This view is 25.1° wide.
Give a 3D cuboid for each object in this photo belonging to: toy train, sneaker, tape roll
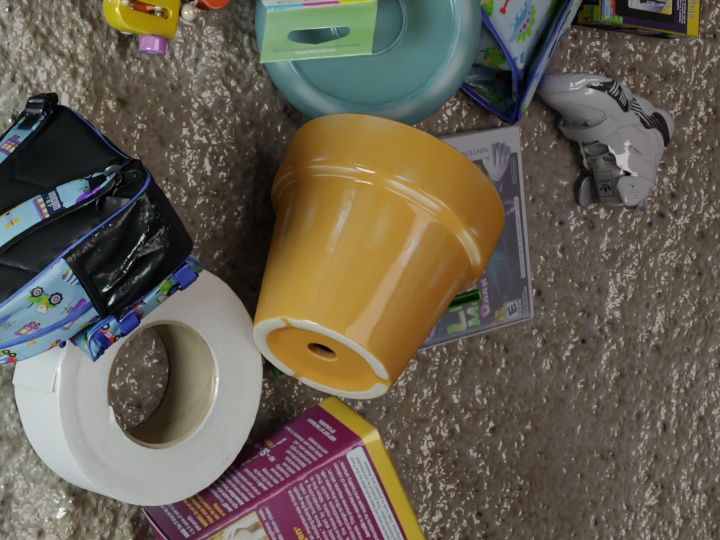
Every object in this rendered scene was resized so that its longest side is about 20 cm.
[{"bbox_3d":[-0.177,-0.263,1.315,0.200,0.056,0.150,43,65,-37],"label":"toy train"},{"bbox_3d":[0.249,-0.130,1.666,0.200,0.075,0.115,19,79,-43],"label":"sneaker"},{"bbox_3d":[-0.180,0.089,1.330,0.202,0.071,0.203,-5,98,-40],"label":"tape roll"}]

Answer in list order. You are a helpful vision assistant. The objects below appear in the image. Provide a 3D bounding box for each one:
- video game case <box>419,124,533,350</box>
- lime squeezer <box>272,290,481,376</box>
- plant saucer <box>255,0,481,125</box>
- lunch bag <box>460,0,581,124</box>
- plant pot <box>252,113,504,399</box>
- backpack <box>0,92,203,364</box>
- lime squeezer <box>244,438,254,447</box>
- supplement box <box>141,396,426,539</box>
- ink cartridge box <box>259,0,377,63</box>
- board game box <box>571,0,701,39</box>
[{"bbox_3d":[0.095,-0.033,1.581,0.182,0.023,0.200,-13,102,-38],"label":"video game case"},{"bbox_3d":[0.013,0.057,1.483,0.200,0.071,0.038,-20,113,-4],"label":"lime squeezer"},{"bbox_3d":[0.007,-0.219,1.410,0.200,0.027,0.201,0,96,-1],"label":"plant saucer"},{"bbox_3d":[0.143,-0.261,1.544,0.170,0.127,0.200,-61,144,-17],"label":"lunch bag"},{"bbox_3d":[0.000,0.000,1.369,0.200,0.200,0.183,44,56,-34],"label":"plant pot"},{"bbox_3d":[-0.244,-0.008,1.204,0.200,0.183,0.135,-42,133,-12],"label":"backpack"},{"bbox_3d":[-0.075,0.213,1.451,0.071,0.038,0.200,-26,112,-38],"label":"lime squeezer"},{"bbox_3d":[-0.063,0.221,1.385,0.200,0.103,0.131,-29,113,-16],"label":"supplement box"},{"bbox_3d":[-0.037,-0.278,1.353,0.059,0.104,0.200,54,38,-61],"label":"ink cartridge box"},{"bbox_3d":[0.291,-0.351,1.695,0.165,0.057,0.200,1,93,-42],"label":"board game box"}]
